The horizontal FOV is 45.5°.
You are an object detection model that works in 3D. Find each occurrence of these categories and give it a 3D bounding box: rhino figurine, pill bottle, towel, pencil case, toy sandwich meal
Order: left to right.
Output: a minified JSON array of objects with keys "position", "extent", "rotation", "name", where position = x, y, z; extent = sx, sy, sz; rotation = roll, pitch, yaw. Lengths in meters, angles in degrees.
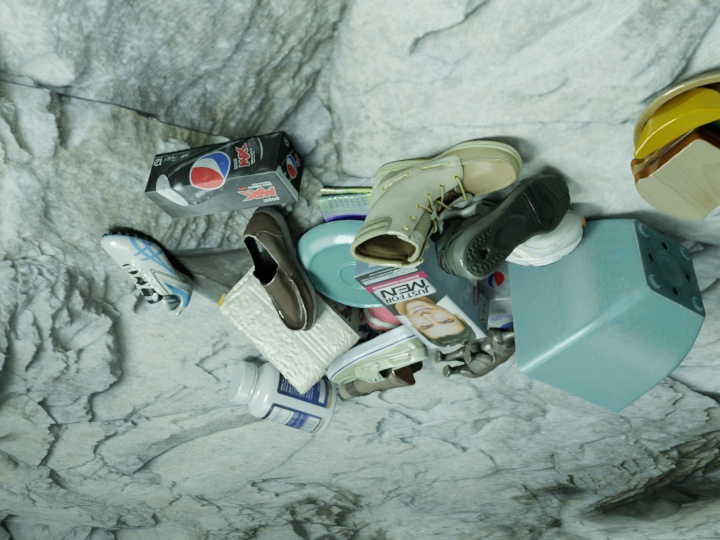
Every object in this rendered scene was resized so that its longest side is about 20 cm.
[{"position":[-0.156,0.247,1.705],"extent":[0.199,0.112,0.111],"rotation":[21,148,-22],"name":"pill bottle"},{"position":[-0.112,0.078,1.324],"extent":[0.200,0.133,0.034],"rotation":[45,-174,5],"name":"towel"},{"position":[-0.023,0.091,1.436],"extent":[0.199,0.078,0.089],"rotation":[33,161,-37],"name":"pencil case"},{"position":[0.022,-0.053,1.229],"extent":[0.142,0.023,0.200],"rotation":[3,150,11],"name":"towel"},{"position":[0.195,0.120,1.313],"extent":[0.087,0.060,0.200],"rotation":[3,158,-22],"name":"rhino figurine"},{"position":[0.391,-0.136,0.947],"extent":[0.203,0.071,0.206],"rotation":[6,150,3],"name":"toy sandwich meal"}]

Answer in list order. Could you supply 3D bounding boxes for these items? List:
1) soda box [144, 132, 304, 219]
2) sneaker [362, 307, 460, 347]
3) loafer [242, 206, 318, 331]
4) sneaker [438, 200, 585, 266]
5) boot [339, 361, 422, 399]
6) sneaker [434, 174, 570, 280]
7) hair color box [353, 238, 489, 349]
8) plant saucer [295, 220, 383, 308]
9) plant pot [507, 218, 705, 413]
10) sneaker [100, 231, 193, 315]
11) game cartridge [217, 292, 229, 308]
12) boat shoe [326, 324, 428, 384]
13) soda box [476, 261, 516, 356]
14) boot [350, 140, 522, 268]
[{"position":[-0.177,-0.120,1.117],"extent":[0.198,0.064,0.071],"rotation":[-7,148,23],"name":"soda box"},{"position":[0.103,0.066,1.367],"extent":[0.198,0.074,0.087],"rotation":[8,149,0],"name":"sneaker"},{"position":[-0.125,0.010,1.241],"extent":[0.073,0.071,0.201],"rotation":[-3,119,37],"name":"loafer"},{"position":[0.194,-0.055,1.137],"extent":[0.198,0.076,0.092],"rotation":[-9,142,25],"name":"sneaker"},{"position":[0.027,0.196,1.554],"extent":[0.145,0.071,0.200],"rotation":[-23,169,18],"name":"boot"},{"position":[0.169,-0.057,1.076],"extent":[0.077,0.199,0.114],"rotation":[59,157,-17],"name":"sneaker"},{"position":[0.089,0.029,1.200],"extent":[0.098,0.061,0.200],"rotation":[-16,138,34],"name":"hair color box"},{"position":[0.000,0.000,1.258],"extent":[0.198,0.028,0.201],"rotation":[7,145,5],"name":"plant saucer"},{"position":[0.343,0.044,1.162],"extent":[0.195,0.197,0.200],"rotation":[23,139,-25],"name":"plant pot"},{"position":[-0.337,0.005,1.366],"extent":[0.071,0.073,0.200],"rotation":[-8,146,28],"name":"sneaker"},{"position":[-0.128,0.104,1.430],"extent":[0.199,0.033,0.176],"rotation":[23,169,9],"name":"game cartridge"},{"position":[0.023,0.146,1.370],"extent":[0.199,0.062,0.072],"rotation":[-32,160,36],"name":"boat shoe"},{"position":[0.233,0.064,1.338],"extent":[0.063,0.069,0.200],"rotation":[-4,148,20],"name":"soda box"},{"position":[0.091,-0.077,1.029],"extent":[0.198,0.155,0.072],"rotation":[-8,129,27],"name":"boot"}]
